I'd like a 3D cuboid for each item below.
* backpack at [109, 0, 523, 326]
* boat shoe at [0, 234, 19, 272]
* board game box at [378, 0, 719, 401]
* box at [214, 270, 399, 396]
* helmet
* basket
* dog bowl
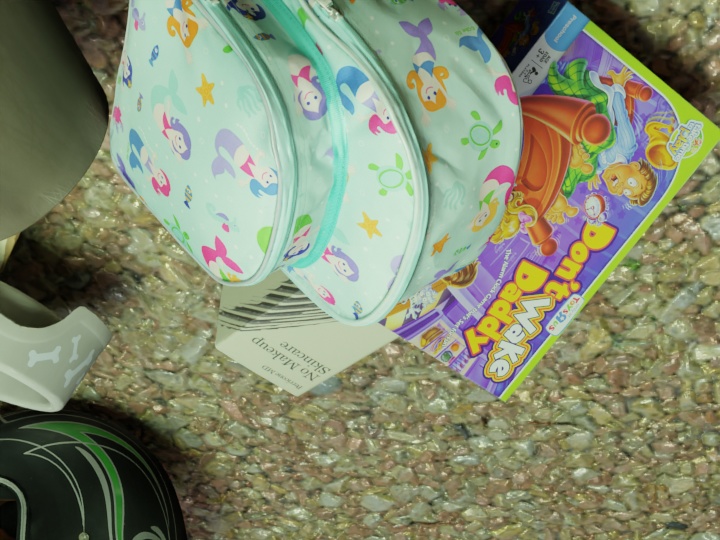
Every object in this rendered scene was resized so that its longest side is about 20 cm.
[{"bbox_3d":[-0.023,-0.075,0.726,0.200,0.150,0.179,43,141,19],"label":"backpack"},{"bbox_3d":[-0.227,-0.063,0.886,0.068,0.075,0.200,13,141,-20],"label":"boat shoe"},{"bbox_3d":[0.090,-0.041,0.833,0.134,0.045,0.201,31,104,-29],"label":"board game box"},{"bbox_3d":[0.000,0.000,0.943,0.082,0.069,0.199,32,133,-29],"label":"box"},{"bbox_3d":[-0.232,0.197,1.109,0.198,0.192,0.201,-26,156,-13],"label":"helmet"},{"bbox_3d":[-0.221,-0.117,0.709,0.180,0.136,0.200,-45,132,-6],"label":"basket"},{"bbox_3d":[-0.262,0.031,0.952,0.198,0.059,0.200,19,163,6],"label":"dog bowl"}]
